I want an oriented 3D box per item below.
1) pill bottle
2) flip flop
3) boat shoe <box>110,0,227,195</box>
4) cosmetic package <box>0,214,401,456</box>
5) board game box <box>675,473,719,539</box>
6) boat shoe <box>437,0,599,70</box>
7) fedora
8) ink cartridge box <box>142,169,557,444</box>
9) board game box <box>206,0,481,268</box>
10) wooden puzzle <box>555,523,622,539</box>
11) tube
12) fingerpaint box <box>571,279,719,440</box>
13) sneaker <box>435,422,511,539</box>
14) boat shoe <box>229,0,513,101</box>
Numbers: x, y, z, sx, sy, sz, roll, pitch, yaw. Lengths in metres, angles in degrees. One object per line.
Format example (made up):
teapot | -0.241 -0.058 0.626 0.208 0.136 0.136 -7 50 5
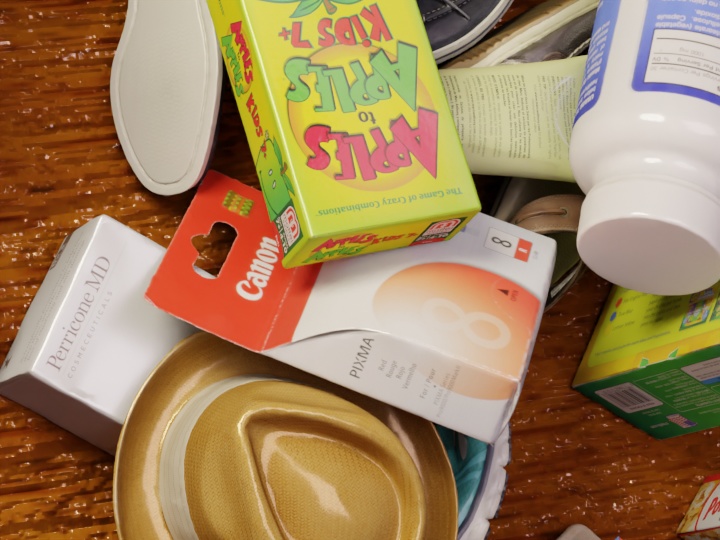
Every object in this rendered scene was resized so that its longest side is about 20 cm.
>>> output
pill bottle | 0.177 -0.091 1.573 0.112 0.112 0.201 24 60 -18
flip flop | 0.098 -0.009 1.628 0.200 0.057 0.081 -44 126 -23
boat shoe | -0.100 -0.142 1.582 0.060 0.074 0.201 0 83 -62
cosmetic package | -0.086 0.064 1.539 0.200 0.074 0.102 29 70 -17
board game box | 0.292 0.165 1.612 0.151 0.200 0.046 38 67 -13
boat shoe | 0.084 -0.105 1.655 0.200 0.073 0.065 -32 98 -16
fedora | -0.029 0.117 1.469 0.200 0.082 0.202 3 81 -21
ink cartridge box | 0.000 0.000 1.516 0.199 0.050 0.162 24 30 -1
board game box | -0.016 -0.109 1.514 0.101 0.048 0.201 -10 73 -25
wooden puzzle | 0.164 0.217 1.544 0.199 0.046 0.185 26 36 22
tube | 0.046 -0.082 1.583 0.199 0.052 0.058 -2 121 -20
fingerpaint box | 0.224 -0.002 1.618 0.073 0.200 0.167 31 68 -17
sneaker | 0.026 0.143 1.572 0.079 0.078 0.201 28 69 -8
boat shoe | 0.011 -0.151 1.621 0.199 0.075 0.062 -27 133 -23
